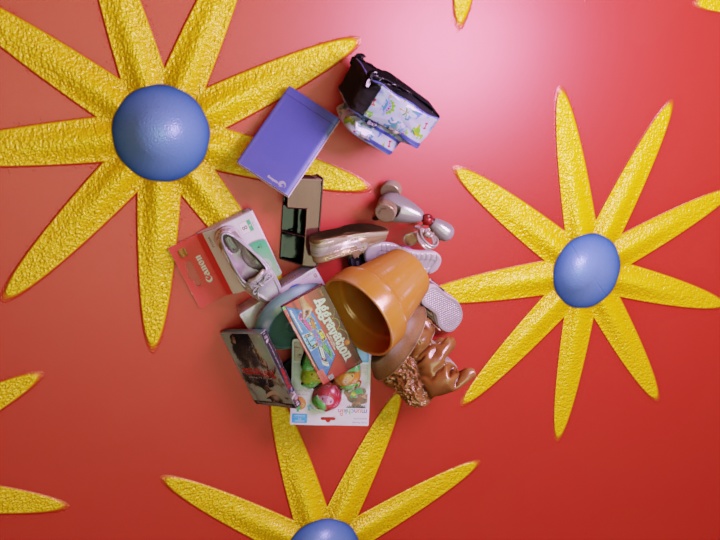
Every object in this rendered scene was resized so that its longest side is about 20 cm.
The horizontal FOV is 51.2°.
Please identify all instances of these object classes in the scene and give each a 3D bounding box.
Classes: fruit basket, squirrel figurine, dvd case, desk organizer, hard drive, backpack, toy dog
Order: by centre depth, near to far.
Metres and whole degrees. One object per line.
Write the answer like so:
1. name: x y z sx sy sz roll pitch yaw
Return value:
1. hard drive: -0.153 -0.274 1.598 0.132 0.025 0.201 33 84 3
2. backpack: 0.053 -0.339 1.605 0.199 0.183 0.147 23 112 -26
3. desk organizer: -0.132 -0.112 1.664 0.077 0.072 0.201 1 104 -15
4. dvd case: -0.225 0.220 1.692 0.022 0.145 0.201 -42 118 -41
5. fruit basket: -0.068 0.256 1.710 0.184 0.094 0.201 3 90 -4
6. toy dog: 0.106 -0.112 1.720 0.200 0.096 0.132 44 47 6
7. squirrel figurine: 0.139 0.216 1.801 0.200 0.141 0.187 -36 105 -8

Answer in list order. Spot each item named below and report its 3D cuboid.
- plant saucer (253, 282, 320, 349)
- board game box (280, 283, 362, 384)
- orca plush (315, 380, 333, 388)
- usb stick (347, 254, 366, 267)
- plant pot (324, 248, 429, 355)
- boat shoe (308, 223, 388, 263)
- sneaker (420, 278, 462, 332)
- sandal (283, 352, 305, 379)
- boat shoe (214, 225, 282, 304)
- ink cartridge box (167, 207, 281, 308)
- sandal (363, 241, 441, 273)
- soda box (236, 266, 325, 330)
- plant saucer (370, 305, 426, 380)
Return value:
1. plant saucer: -0.143 0.111 1.685 0.199 0.027 0.201 -23 142 -19
2. board game box: -0.083 0.139 1.632 0.103 0.019 0.201 -29 106 -8
3. orca plush: -0.065 0.263 1.802 0.105 0.071 0.200 31 83 23
4. usb stick: 0.000 0.000 1.754 0.055 0.033 0.201 -16 108 -21
5. plant pot: 0.050 0.053 1.652 0.183 0.200 0.201 -39 114 -32
6. boat shoe: -0.027 -0.060 1.666 0.199 0.074 0.067 -10 115 -29
7. sneaker: 0.179 0.074 1.811 0.078 0.079 0.200 -47 137 -4
8. sandal: -0.103 0.190 1.773 0.199 0.045 0.075 -32 106 9
9. boat shoe: -0.239 -0.007 1.611 0.074 0.065 0.202 -35 107 -5
10. ink cartridge box: -0.296 -0.022 1.651 0.199 0.050 0.162 -28 110 -11
11. sandal: 0.093 -0.029 1.769 0.202 0.050 0.083 11 117 -25
12. soda box: -0.177 0.064 1.700 0.199 0.064 0.068 -32 111 -6
13. plant saucer: 0.077 0.158 1.731 0.035 0.200 0.201 34 93 -14
